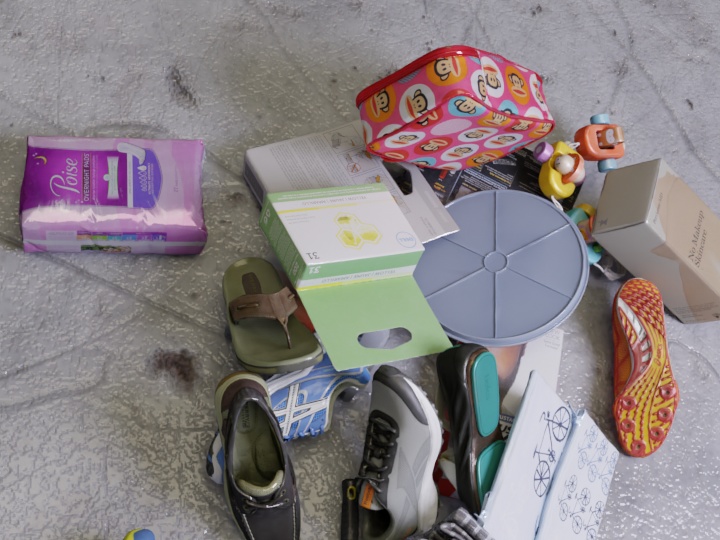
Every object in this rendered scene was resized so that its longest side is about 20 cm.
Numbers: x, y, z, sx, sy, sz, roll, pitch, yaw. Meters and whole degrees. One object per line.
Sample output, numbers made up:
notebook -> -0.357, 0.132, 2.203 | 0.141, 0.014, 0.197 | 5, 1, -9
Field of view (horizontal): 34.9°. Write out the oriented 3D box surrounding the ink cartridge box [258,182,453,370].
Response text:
ink cartridge box -> 0.000, 0.000, 1.155 | 0.145, 0.048, 0.200 | -7, 50, -31

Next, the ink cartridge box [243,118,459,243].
ink cartridge box -> -0.013, -0.077, 1.289 | 0.175, 0.045, 0.200 | -18, 56, -22

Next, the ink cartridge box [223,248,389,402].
ink cartridge box -> -0.034, 0.022, 1.263 | 0.162, 0.050, 0.201 | 28, 66, 0

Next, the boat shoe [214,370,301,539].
boat shoe -> -0.099, 0.199, 1.104 | 0.071, 0.066, 0.202 | -11, 106, -6

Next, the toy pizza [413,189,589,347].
toy pizza -> 0.149, -0.002, 1.256 | 0.199, 0.032, 0.201 | -5, 58, 7

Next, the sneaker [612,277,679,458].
sneaker -> 0.320, 0.110, 1.295 | 0.073, 0.077, 0.201 | 2, 81, 8

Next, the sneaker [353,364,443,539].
sneaker -> 0.032, 0.187, 1.126 | 0.079, 0.201, 0.074 | -22, 30, -35

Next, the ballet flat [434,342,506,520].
ballet flat -> 0.111, 0.167, 1.142 | 0.068, 0.068, 0.201 | -16, 103, -45

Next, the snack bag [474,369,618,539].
snack bag -> 0.198, 0.222, 1.173 | 0.200, 0.021, 0.189 | 47, 55, -37

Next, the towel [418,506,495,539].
towel -> 0.109, 0.314, 1.077 | 0.085, 0.200, 0.166 | -38, 80, -26

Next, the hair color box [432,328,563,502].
hair color box -> 0.148, 0.150, 1.239 | 0.110, 0.064, 0.201 | 15, 62, -5

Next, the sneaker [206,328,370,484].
sneaker -> -0.075, 0.145, 1.157 | 0.077, 0.076, 0.200 | 44, 88, 12

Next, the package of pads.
package of pads -> -0.266, -0.083, 1.244 | 0.199, 0.076, 0.121 | 1, 63, -13

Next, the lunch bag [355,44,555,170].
lunch bag -> 0.095, -0.164, 1.245 | 0.199, 0.176, 0.082 | 7, 65, -50

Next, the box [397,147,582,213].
box -> 0.147, -0.085, 1.354 | 0.199, 0.050, 0.158 | 27, 63, 0

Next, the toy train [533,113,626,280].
toy train -> 0.276, -0.092, 1.334 | 0.150, 0.056, 0.201 | 2, 78, -34

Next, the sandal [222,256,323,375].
sandal -> -0.098, 0.038, 1.142 | 0.079, 0.058, 0.201 | -15, 37, -16

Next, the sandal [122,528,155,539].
sandal -> -0.190, 0.342, 1.069 | 0.087, 0.079, 0.201 | -3, 75, -18

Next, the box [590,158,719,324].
box -> 0.357, -0.030, 1.310 | 0.200, 0.078, 0.095 | 37, 59, -31

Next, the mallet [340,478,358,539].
mallet -> -0.022, 0.307, 1.145 | 0.065, 0.041, 0.201 | -1, 61, -11
